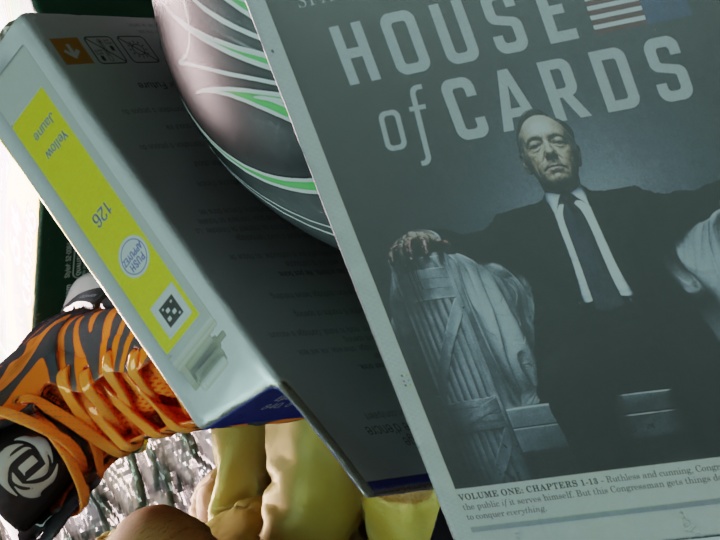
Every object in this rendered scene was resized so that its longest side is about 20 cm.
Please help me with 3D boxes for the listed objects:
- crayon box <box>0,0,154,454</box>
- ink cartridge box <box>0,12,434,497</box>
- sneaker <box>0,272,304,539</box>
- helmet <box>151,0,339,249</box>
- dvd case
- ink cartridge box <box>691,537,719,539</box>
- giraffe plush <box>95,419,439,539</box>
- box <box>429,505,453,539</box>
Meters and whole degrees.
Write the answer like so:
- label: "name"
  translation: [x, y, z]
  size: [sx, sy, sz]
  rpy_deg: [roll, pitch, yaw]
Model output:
- label: "crayon box"
  translation: [-0.126, -0.053, 1.201]
  size: [0.173, 0.058, 0.200]
  rpy_deg: [-120, 31, -50]
- label: "ink cartridge box"
  translation: [0.000, 0.000, 0.957]
  size: [0.047, 0.197, 0.200]
  rpy_deg: [-49, 62, 30]
- label: "sneaker"
  translation: [-0.079, 0.051, 1.047]
  size: [0.078, 0.112, 0.200]
  rpy_deg: [55, 149, -13]
- label: "helmet"
  translation: [0.040, -0.088, 0.881]
  size: [0.191, 0.200, 0.200]
  rpy_deg: [-130, 36, -58]
- label: "dvd case"
  translation: [0.061, -0.020, 0.773]
  size: [0.150, 0.025, 0.200]
  rpy_deg: [-9, 113, 32]
- label: "ink cartridge box"
  translation: [0.181, 0.112, 0.832]
  size: [0.200, 0.043, 0.197]
  rpy_deg: [14, 128, 41]
- label: "giraffe plush"
  translation: [-0.050, 0.129, 1.123]
  size: [0.172, 0.162, 0.200]
  rpy_deg: [13, 116, 52]
- label: "box"
  translation: [0.064, 0.167, 0.999]
  size: [0.161, 0.049, 0.200]
  rpy_deg: [-69, -30, -74]
